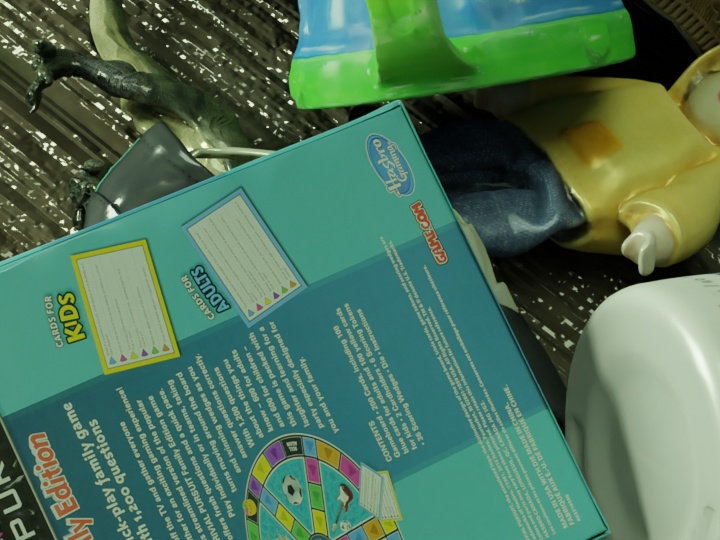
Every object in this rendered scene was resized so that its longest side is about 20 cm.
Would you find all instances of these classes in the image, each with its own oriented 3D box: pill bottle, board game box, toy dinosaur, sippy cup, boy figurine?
[{"bbox_3d":[0.176,0.050,0.791,0.199,0.112,0.112,-6,51,-23],"label":"pill bottle"},{"bbox_3d":[-0.043,0.054,0.734,0.199,0.047,0.152,-23,84,-27],"label":"board game box"},{"bbox_3d":[-0.083,-0.057,0.952,0.088,0.048,0.200,-11,51,-40],"label":"toy dinosaur"},{"bbox_3d":[0.031,-0.136,0.944,0.139,0.178,0.131,-10,96,-20],"label":"sippy cup"},{"bbox_3d":[0.098,-0.042,0.965,0.199,0.065,0.125,-12,41,-20],"label":"boy figurine"}]

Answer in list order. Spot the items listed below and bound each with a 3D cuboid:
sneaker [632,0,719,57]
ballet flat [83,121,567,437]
[{"bbox_3d":[0.119,-0.155,1.004,0.070,0.200,0.109,-41,57,2],"label":"sneaker"},{"bbox_3d":[0.000,0.000,0.873,0.199,0.073,0.073,22,47,-14],"label":"ballet flat"}]
